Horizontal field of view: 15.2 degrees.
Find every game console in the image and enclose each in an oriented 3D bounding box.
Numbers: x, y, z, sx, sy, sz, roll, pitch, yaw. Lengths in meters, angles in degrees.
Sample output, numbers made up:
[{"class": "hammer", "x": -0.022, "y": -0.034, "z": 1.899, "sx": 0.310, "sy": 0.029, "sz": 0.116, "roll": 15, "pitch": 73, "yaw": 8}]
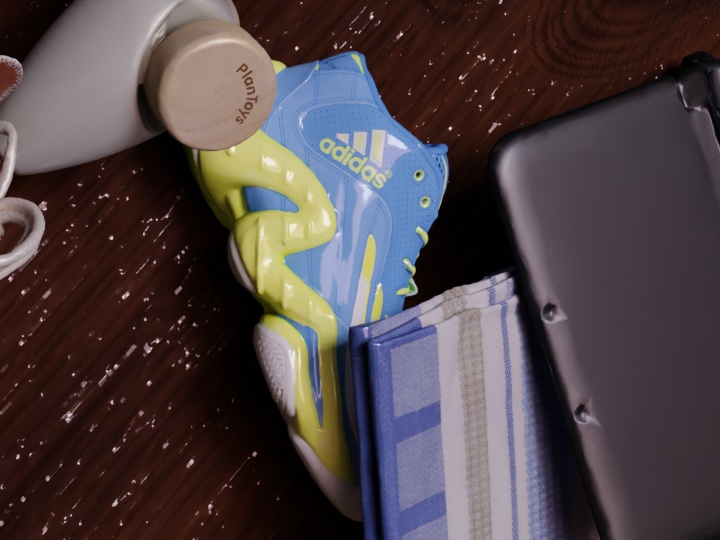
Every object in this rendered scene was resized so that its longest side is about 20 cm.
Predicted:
[{"class": "game console", "x": 0.138, "y": 0.014, "z": 1.215, "sx": 0.116, "sy": 0.176, "sz": 0.200, "roll": -17, "pitch": 96, "yaw": 5}]

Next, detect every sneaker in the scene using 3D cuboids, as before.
[{"class": "sneaker", "x": 0.000, "y": 0.000, "z": 1.123, "sx": 0.105, "sy": 0.076, "sz": 0.200, "roll": -20, "pitch": 96, "yaw": -1}]

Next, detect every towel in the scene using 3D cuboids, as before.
[{"class": "towel", "x": 0.058, "y": 0.071, "z": 1.149, "sx": 0.200, "sy": 0.024, "sz": 0.147, "roll": -21, "pitch": 109, "yaw": -54}]

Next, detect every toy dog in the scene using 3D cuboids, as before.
[{"class": "toy dog", "x": -0.127, "y": -0.081, "z": 1.041, "sx": 0.200, "sy": 0.132, "sz": 0.096, "roll": -32, "pitch": 121, "yaw": -29}]
